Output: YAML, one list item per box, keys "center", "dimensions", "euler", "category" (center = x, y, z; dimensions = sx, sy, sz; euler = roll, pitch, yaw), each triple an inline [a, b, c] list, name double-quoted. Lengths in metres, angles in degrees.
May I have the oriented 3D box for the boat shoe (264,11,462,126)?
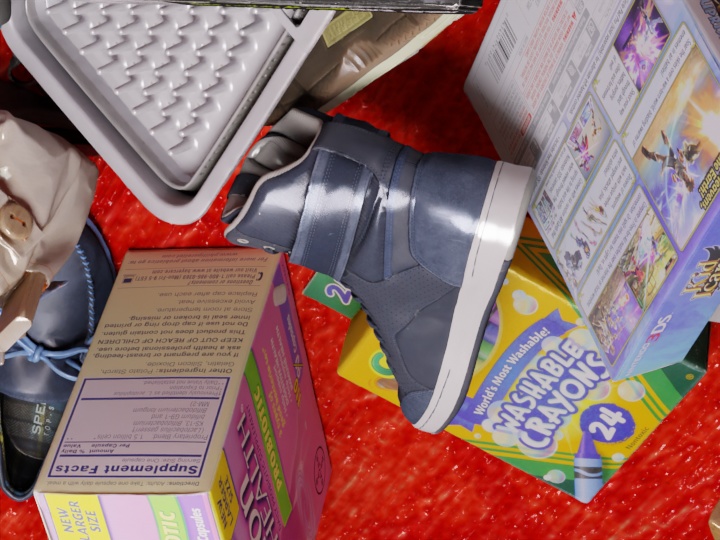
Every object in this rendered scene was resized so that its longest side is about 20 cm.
- center: [0.002, -0.122, 1.144]
  dimensions: [0.199, 0.076, 0.072]
  euler: [-17, 91, 47]
  category: "boat shoe"

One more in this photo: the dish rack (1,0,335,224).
- center: [-0.089, -0.141, 1.130]
  dimensions: [0.172, 0.043, 0.200]
  euler: [48, 130, 14]
  category: "dish rack"

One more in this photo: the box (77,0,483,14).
- center: [-0.040, -0.214, 1.018]
  dimensions: [0.198, 0.047, 0.195]
  euler: [3, 94, 18]
  category: "box"

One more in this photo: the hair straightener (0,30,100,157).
- center: [-0.169, -0.090, 1.224]
  dimensions: [0.198, 0.041, 0.077]
  euler: [7, 130, 14]
  category: "hair straightener"

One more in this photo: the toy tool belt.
- center: [-0.230, -0.002, 1.223]
  dimensions: [0.199, 0.124, 0.124]
  euler: [-15, 149, 42]
  category: "toy tool belt"

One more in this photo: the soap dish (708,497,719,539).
- center: [0.297, 0.132, 1.203]
  dimensions: [0.199, 0.158, 0.081]
  euler: [30, 147, 11]
  category: "soap dish"

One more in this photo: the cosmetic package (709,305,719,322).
- center: [0.196, -0.078, 1.112]
  dimensions: [0.089, 0.107, 0.201]
  euler: [8, 132, 4]
  category: "cosmetic package"

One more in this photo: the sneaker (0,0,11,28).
- center: [-0.262, -0.187, 1.164]
  dimensions: [0.198, 0.073, 0.083]
  euler: [18, 103, 2]
  category: "sneaker"

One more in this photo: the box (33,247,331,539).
- center: [-0.091, 0.117, 1.276]
  dimensions: [0.096, 0.201, 0.177]
  euler: [-1, 128, 14]
  category: "box"

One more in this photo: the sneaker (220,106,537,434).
- center: [0.000, -0.002, 1.163]
  dimensions: [0.145, 0.077, 0.203]
  euler: [15, 142, 2]
  category: "sneaker"

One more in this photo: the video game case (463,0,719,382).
- center: [0.126, -0.078, 1.061]
  dimensions: [0.045, 0.182, 0.200]
  euler: [-13, 152, -22]
  category: "video game case"

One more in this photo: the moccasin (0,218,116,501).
- center: [-0.178, 0.054, 1.330]
  dimensions: [0.080, 0.068, 0.201]
  euler: [9, 130, 5]
  category: "moccasin"

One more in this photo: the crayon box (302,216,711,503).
- center: [0.076, 0.034, 1.268]
  dimensions: [0.199, 0.052, 0.126]
  euler: [28, 129, -10]
  category: "crayon box"
